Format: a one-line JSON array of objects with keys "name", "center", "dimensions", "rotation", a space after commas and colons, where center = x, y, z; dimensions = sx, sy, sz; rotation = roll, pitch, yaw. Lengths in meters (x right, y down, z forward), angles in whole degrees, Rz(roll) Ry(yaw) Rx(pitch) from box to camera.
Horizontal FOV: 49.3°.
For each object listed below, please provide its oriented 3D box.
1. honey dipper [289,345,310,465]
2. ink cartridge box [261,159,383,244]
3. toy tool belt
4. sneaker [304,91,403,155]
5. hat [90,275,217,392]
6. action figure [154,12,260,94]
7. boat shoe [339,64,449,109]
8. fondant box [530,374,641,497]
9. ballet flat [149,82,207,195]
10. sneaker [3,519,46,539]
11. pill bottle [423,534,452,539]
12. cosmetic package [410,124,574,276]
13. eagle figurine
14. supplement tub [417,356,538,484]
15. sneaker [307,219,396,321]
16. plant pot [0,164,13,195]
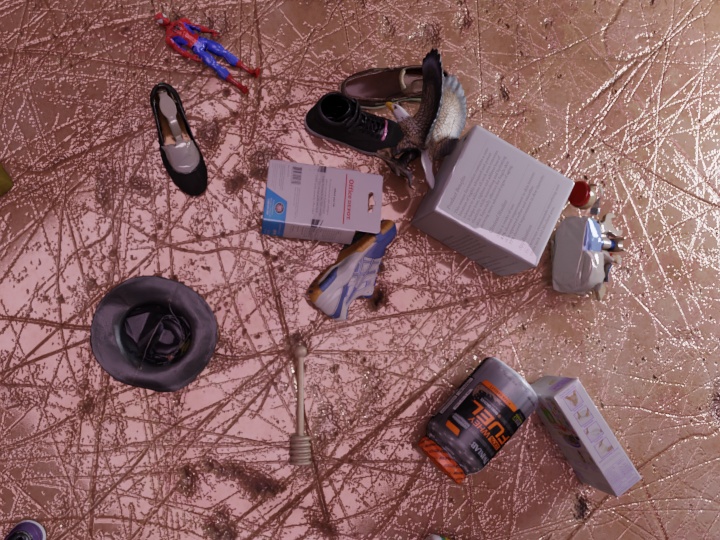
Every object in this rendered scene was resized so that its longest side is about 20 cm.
[{"name": "honey dipper", "center": [-0.105, 0.229, 1.340], "dimensions": [0.038, 0.038, 0.202], "rotation": [-1, 82, -9]}, {"name": "ink cartridge box", "center": [-0.066, -0.114, 1.350], "dimensions": [0.198, 0.068, 0.117], "rotation": [7, 70, -8]}, {"name": "toy tool belt", "center": [0.416, -0.051, 1.419], "dimensions": [0.122, 0.124, 0.202], "rotation": [11, 85, -39]}, {"name": "sneaker", "center": [0.003, -0.254, 1.369], "dimensions": [0.198, 0.099, 0.071], "rotation": [12, 81, -9]}, {"name": "hat", "center": [-0.339, 0.101, 1.294], "dimensions": [0.199, 0.081, 0.203], "rotation": [0, 91, -14]}, {"name": "action figure", "center": [-0.272, -0.388, 1.367], "dimensions": [0.199, 0.052, 0.066], "rotation": [33, 84, -2]}, {"name": "boat shoe", "center": [0.063, -0.337, 1.398], "dimensions": [0.200, 0.075, 0.075], "rotation": [-9, 86, -9]}, {"name": "fondant box", "center": [0.379, 0.281, 1.353], "dimensions": [0.058, 0.144, 0.201], "rotation": [-34, 91, -10]}, {"name": "ballet flat", "center": [-0.315, -0.225, 1.332], "dimensions": [0.067, 0.068, 0.202], "rotation": [-21, 88, -10]}, {"name": "sneaker", "center": [-0.566, 0.491, 1.215], "dimensions": [0.075, 0.088, 0.201], "rotation": [23, 82, -6]}, {"name": "pill bottle", "center": [0.194, 0.526, 1.318], "dimensions": [0.198, 0.113, 0.114], "rotation": [20, 82, -7]}, {"name": "cosmetic package", "center": [0.224, -0.115, 1.356], "dimensions": [0.199, 0.166, 0.168], "rotation": [29, 81, -6]}, {"name": "eagle figurine", "center": [0.109, -0.252, 1.324], "dimensions": [0.151, 0.152, 0.200], "rotation": [40, 97, -22]}, {"name": "supplement tub", "center": [0.198, 0.257, 1.339], "dimensions": [0.122, 0.122, 0.200], "rotation": [44, 80, -2]}, {"name": "sneaker", "center": [0.000, 0.000, 1.369], "dimensions": [0.200, 0.075, 0.088], "rotation": [-46, 109, -8]}, {"name": "plant pot", "center": [-0.695, -0.176, 1.203], "dimensions": [0.195, 0.200, 0.195], "rotation": [-35, 91, -11]}]
